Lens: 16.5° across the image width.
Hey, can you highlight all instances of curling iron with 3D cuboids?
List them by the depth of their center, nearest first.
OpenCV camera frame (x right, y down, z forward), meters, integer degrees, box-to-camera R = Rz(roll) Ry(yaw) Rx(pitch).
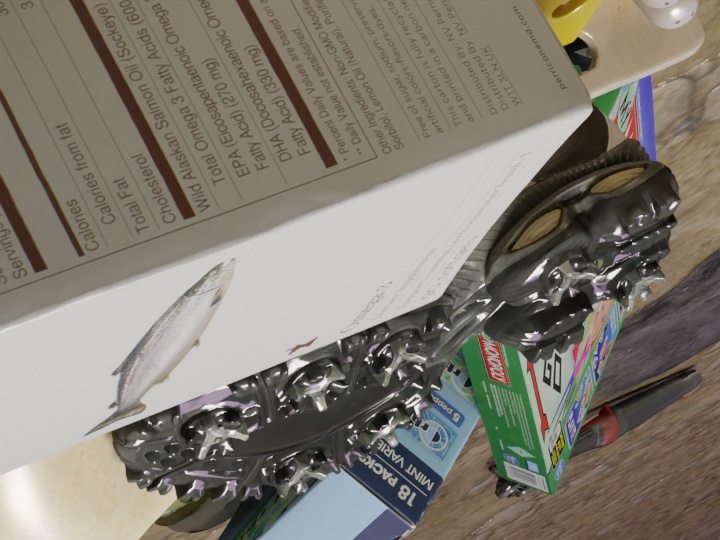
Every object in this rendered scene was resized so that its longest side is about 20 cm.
[{"bbox_3d":[0.167,0.110,1.758,0.199,0.026,0.050,-27,-173,-30],"label":"curling iron"}]

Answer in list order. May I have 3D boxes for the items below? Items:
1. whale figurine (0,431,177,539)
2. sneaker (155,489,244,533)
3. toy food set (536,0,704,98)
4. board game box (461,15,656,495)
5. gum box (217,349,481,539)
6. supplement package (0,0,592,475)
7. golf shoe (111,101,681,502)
[{"bbox_3d":[-0.097,0.030,0.798,0.103,0.160,0.200,6,-176,23],"label":"whale figurine"},{"bbox_3d":[-0.076,0.060,1.039,0.088,0.077,0.200,-8,153,-30],"label":"sneaker"},{"bbox_3d":[0.092,-0.104,0.819,0.143,0.061,0.200,-23,164,-24],"label":"toy food set"},{"bbox_3d":[0.083,-0.002,1.003,0.200,0.029,0.135,69,44,-67],"label":"board game box"},{"bbox_3d":[0.006,0.070,1.092,0.170,0.044,0.200,-45,-171,46],"label":"gum box"},{"bbox_3d":[-0.064,-0.033,0.643,0.199,0.118,0.117,-21,164,-29],"label":"supplement package"},{"bbox_3d":[0.000,0.000,0.771,0.199,0.095,0.078,-25,154,-24],"label":"golf shoe"}]
